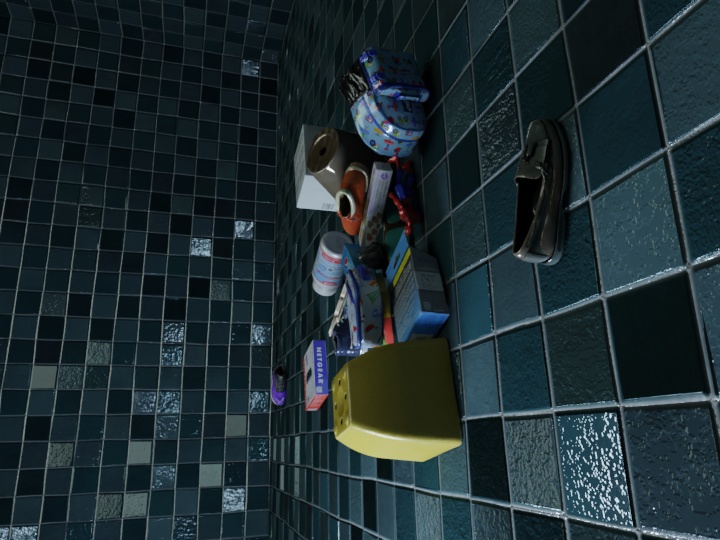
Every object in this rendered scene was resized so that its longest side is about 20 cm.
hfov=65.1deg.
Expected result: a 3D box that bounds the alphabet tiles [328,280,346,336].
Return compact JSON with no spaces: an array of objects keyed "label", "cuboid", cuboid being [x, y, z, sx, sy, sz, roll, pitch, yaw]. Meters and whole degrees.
[{"label":"alphabet tiles","cuboid":[-0.055,0.096,1.659,0.200,0.014,0.199,100,-172,-77]}]

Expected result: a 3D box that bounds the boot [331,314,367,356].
[{"label":"boot","cuboid":[-0.036,0.145,1.576,0.073,0.089,0.203,115,153,-50]}]

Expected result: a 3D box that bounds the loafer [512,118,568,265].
[{"label":"loafer","cuboid":[0.236,-0.110,0.759,0.072,0.062,0.204,154,118,-71]}]

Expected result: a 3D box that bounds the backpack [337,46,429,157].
[{"label":"backpack","cuboid":[0.065,-0.352,1.209,0.134,0.180,0.203,-38,63,46]}]

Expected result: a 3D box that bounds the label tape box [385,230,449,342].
[{"label":"label tape box","cuboid":[0.111,0.043,1.148,0.145,0.062,0.203,112,157,-49]}]

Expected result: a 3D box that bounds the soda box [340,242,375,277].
[{"label":"soda box","cuboid":[0.000,0.000,1.526,0.201,0.067,0.065,-113,32,-57]}]

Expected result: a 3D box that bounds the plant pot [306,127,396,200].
[{"label":"plant pot","cuboid":[-0.036,-0.259,1.393,0.198,0.172,0.204,-19,62,40]}]

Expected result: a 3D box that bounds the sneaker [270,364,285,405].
[{"label":"sneaker","cuboid":[-0.397,0.548,2.747,0.100,0.068,0.203,120,149,-51]}]

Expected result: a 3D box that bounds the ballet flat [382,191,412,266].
[{"label":"ballet flat","cuboid":[0.084,-0.089,1.301,0.066,0.069,0.203,68,-163,-60]}]

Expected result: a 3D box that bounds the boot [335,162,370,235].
[{"label":"boot","cuboid":[-0.026,-0.140,1.316,0.202,0.074,0.108,90,-162,-49]}]

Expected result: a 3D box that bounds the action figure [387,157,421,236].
[{"label":"action figure","cuboid":[0.097,-0.162,1.245,0.051,0.065,0.203,-36,47,37]}]

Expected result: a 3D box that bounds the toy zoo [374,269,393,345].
[{"label":"toy zoo","cuboid":[0.052,0.097,1.298,0.131,0.020,0.204,-119,21,-76]}]

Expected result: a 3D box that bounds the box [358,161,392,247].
[{"label":"box","cuboid":[0.032,-0.146,1.284,0.042,0.038,0.203,-104,22,-52]}]

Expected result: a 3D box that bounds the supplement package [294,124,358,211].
[{"label":"supplement package","cuboid":[-0.094,-0.302,1.694,0.148,0.188,0.203,118,151,-52]}]

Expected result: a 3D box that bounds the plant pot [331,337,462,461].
[{"label":"plant pot","cuboid":[0.052,0.251,1.072,0.195,0.196,0.199,123,146,-58]}]

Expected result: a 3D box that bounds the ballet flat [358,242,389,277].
[{"label":"ballet flat","cuboid":[0.037,-0.025,1.329,0.200,0.056,0.068,51,-154,-73]}]

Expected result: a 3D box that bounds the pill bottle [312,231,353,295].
[{"label":"pill bottle","cuboid":[-0.092,-0.016,1.772,0.202,0.107,0.110,110,157,-44]}]

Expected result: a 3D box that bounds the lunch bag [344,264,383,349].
[{"label":"lunch bag","cuboid":[0.005,0.076,1.269,0.200,0.074,0.163,-121,25,-74]}]

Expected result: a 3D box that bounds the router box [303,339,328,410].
[{"label":"router box","cuboid":[-0.163,0.377,2.029,0.180,0.048,0.203,119,151,-55]}]
